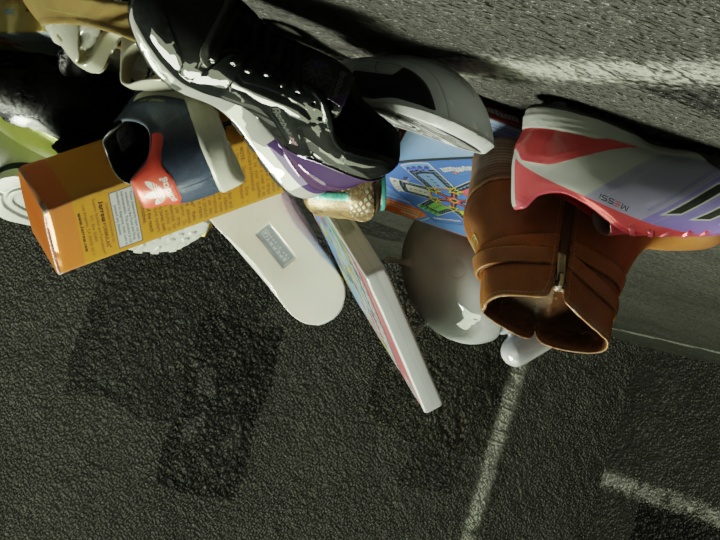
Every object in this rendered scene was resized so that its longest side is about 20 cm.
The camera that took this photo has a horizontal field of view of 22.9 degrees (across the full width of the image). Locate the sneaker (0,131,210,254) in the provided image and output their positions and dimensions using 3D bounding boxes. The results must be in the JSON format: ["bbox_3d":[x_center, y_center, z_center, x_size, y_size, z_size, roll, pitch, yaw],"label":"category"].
[{"bbox_3d":[-0.211,-0.073,1.460,0.200,0.081,0.076,18,133,-34],"label":"sneaker"}]

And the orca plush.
[{"bbox_3d":[-0.236,-0.153,1.325,0.200,0.071,0.105,24,-143,-19],"label":"orca plush"}]

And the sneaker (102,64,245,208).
[{"bbox_3d":[-0.145,-0.109,1.266,0.200,0.084,0.075,-115,3,-58],"label":"sneaker"}]

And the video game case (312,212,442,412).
[{"bbox_3d":[0.000,0.000,1.347,0.200,0.017,0.143,58,174,52],"label":"video game case"}]

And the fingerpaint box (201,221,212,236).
[{"bbox_3d":[-0.205,-0.117,1.588,0.199,0.074,0.167,21,-161,-1],"label":"fingerpaint box"}]

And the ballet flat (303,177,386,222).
[{"bbox_3d":[-0.025,-0.090,1.272,0.065,0.071,0.200,-2,-161,-6],"label":"ballet flat"}]

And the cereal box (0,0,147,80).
[{"bbox_3d":[-0.189,-0.172,1.412,0.200,0.040,0.144,20,176,-34],"label":"cereal box"}]

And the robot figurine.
[{"bbox_3d":[0.116,-0.014,1.366,0.200,0.170,0.113,-23,-174,-17],"label":"robot figurine"}]

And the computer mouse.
[{"bbox_3d":[0.017,-0.121,1.153,0.200,0.044,0.110,23,178,45],"label":"computer mouse"}]

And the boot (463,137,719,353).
[{"bbox_3d":[0.164,-0.007,1.194,0.199,0.074,0.155,9,-137,-7],"label":"boot"}]

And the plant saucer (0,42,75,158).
[{"bbox_3d":[-0.245,-0.134,1.427,0.200,0.031,0.200,28,-159,-12],"label":"plant saucer"}]

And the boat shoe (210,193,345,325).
[{"bbox_3d":[-0.079,-0.047,1.449,0.200,0.072,0.069,50,180,-13],"label":"boat shoe"}]

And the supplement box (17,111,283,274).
[{"bbox_3d":[-0.147,-0.069,1.323,0.200,0.069,0.067,-22,-138,-16],"label":"supplement box"}]

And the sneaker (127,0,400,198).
[{"bbox_3d":[-0.049,-0.123,1.072,0.087,0.076,0.200,-5,144,43],"label":"sneaker"}]

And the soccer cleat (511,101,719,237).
[{"bbox_3d":[0.193,-0.048,1.157,0.199,0.073,0.068,17,176,-9],"label":"soccer cleat"}]

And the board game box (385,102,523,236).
[{"bbox_3d":[0.115,-0.059,1.265,0.199,0.103,0.019,18,-144,-15],"label":"board game box"}]

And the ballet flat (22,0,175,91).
[{"bbox_3d":[-0.168,-0.161,1.231,0.200,0.063,0.069,16,177,32],"label":"ballet flat"}]
